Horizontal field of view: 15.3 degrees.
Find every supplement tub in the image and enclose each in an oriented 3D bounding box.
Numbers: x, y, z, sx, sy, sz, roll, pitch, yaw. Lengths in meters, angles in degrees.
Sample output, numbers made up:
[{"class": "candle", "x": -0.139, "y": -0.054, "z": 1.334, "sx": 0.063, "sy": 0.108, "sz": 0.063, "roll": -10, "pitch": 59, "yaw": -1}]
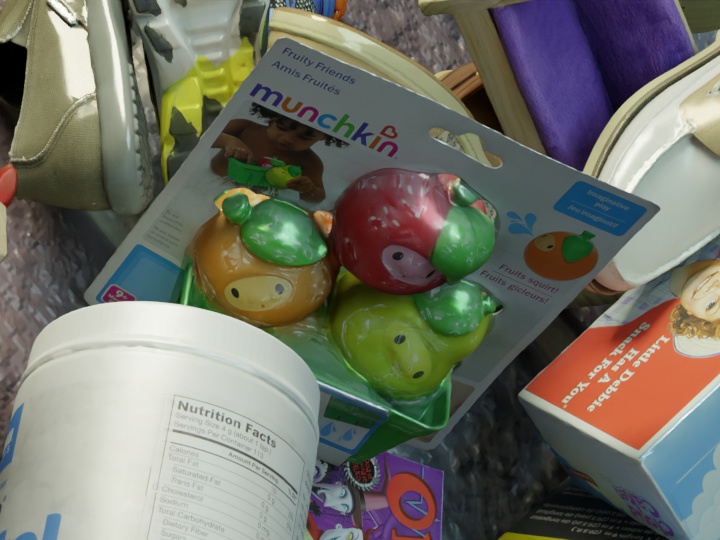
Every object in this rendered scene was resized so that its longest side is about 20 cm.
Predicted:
[{"class": "supplement tub", "x": -0.091, "y": 0.129, "z": 1.087, "sx": 0.132, "sy": 0.132, "sz": 0.201, "roll": 27, "pitch": 54, "yaw": -29}]

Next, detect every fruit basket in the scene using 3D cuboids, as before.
[{"class": "fruit basket", "x": 0.000, "y": 0.000, "z": 1.153, "sx": 0.184, "sy": 0.200, "sz": 0.094, "roll": 23, "pitch": 51, "yaw": -19}]

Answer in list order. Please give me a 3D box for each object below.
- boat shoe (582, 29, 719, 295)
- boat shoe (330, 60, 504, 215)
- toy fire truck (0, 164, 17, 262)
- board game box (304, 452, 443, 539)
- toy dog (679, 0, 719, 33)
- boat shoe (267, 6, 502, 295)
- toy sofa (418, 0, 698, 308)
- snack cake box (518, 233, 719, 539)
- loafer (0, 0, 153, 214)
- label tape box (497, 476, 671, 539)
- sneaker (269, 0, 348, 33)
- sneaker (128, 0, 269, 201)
[{"class": "boat shoe", "x": 0.176, "y": -0.063, "z": 1.262, "sx": 0.200, "sy": 0.068, "sz": 0.075, "roll": -48, "pitch": 126, "yaw": -22}, {"class": "boat shoe", "x": 0.034, "y": -0.038, "z": 1.317, "sx": 0.072, "sy": 0.067, "sz": 0.200, "roll": 45, "pitch": 48, "yaw": -16}, {"class": "toy fire truck", "x": -0.208, "y": -0.039, "z": 1.012, "sx": 0.176, "sy": 0.200, "sz": 0.129, "roll": 31, "pitch": 52, "yaw": -27}, {"class": "board game box", "x": -0.019, "y": 0.170, "z": 1.202, "sx": 0.120, "sy": 0.032, "sz": 0.201, "roll": 23, "pitch": 57, "yaw": -34}, {"class": "toy dog", "x": 0.111, "y": -0.180, "z": 1.455, "sx": 0.199, "sy": 0.096, "sz": 0.132, "roll": 25, "pitch": 57, "yaw": -13}, {"class": "boat shoe", "x": 0.018, "y": -0.046, "z": 1.206, "sx": 0.200, "sy": 0.073, "sz": 0.063, "roll": 42, "pitch": 75, "yaw": -41}, {"class": "toy sofa", "x": 0.114, "y": -0.081, "z": 1.291, "sx": 0.201, "sy": 0.097, "sz": 0.083, "roll": 65, "pitch": 35, "yaw": -32}, {"class": "snack cake box", "x": 0.185, "y": 0.031, "z": 1.260, "sx": 0.200, "sy": 0.115, "sz": 0.067, "roll": -41, "pitch": 119, "yaw": -12}, {"class": "loafer", "x": -0.137, "y": -0.111, "z": 1.193, "sx": 0.069, "sy": 0.075, "sz": 0.201, "roll": -10, "pitch": 55, "yaw": -2}, {"class": "label tape box", "x": 0.152, "y": 0.138, "z": 1.280, "sx": 0.200, "sy": 0.144, "sz": 0.064, "roll": -35, "pitch": 117, "yaw": -41}, {"class": "sneaker", "x": -0.084, "y": -0.178, "z": 1.269, "sx": 0.200, "sy": 0.075, "sz": 0.079, "roll": 45, "pitch": 38, "yaw": -14}, {"class": "sneaker", "x": -0.075, "y": -0.118, "z": 1.213, "sx": 0.074, "sy": 0.085, "sz": 0.201, "roll": -4, "pitch": 111, "yaw": -10}]
